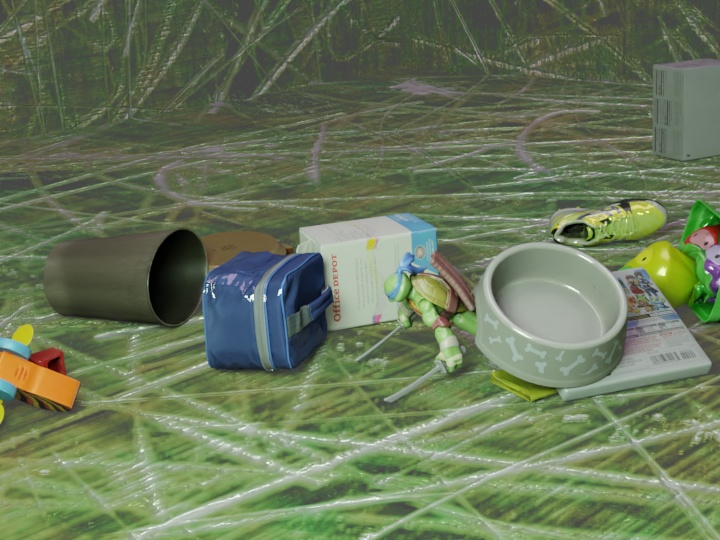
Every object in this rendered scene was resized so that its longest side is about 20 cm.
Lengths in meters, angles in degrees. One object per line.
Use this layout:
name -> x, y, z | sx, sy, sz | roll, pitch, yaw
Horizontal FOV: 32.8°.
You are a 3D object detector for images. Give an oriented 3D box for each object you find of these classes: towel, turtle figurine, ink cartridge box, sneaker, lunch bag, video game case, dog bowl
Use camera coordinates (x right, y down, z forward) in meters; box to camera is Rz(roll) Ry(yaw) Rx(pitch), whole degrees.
towel -> 0.264, 0.119, 1.512 | 0.199, 0.018, 0.086 | -13, 18, -29
turtle figurine -> 0.104, 0.085, 1.563 | 0.193, 0.201, 0.144 | 12, -12, -18
ink cartridge box -> 0.000, 0.000, 1.772 | 0.199, 0.129, 0.125 | -8, 16, -16
sneaker -> 0.413, -0.070, 2.047 | 0.199, 0.076, 0.076 | -9, 21, 19
lunch bag -> -0.110, 0.051, 1.612 | 0.132, 0.136, 0.200 | 2, 16, 16
video game case -> 0.303, 0.075, 1.516 | 0.199, 0.022, 0.183 | -9, 44, -16
dog bowl -> 0.228, 0.045, 1.470 | 0.199, 0.059, 0.201 | 6, 44, -6

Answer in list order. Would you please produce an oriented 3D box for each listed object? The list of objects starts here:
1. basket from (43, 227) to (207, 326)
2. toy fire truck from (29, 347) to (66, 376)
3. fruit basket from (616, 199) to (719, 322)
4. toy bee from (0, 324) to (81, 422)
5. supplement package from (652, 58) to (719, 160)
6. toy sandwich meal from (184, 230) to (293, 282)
basket -> -0.354, 0.010, 1.817 | 0.199, 0.137, 0.180 | -1, 22, 22
toy fire truck -> -0.489, 0.140, 1.542 | 0.141, 0.049, 0.200 | 13, 24, 40
fruit basket -> 0.463, -0.010, 1.715 | 0.215, 0.156, 0.216 | 14, 15, -4
toy bee -> -0.441, 0.113, 1.470 | 0.109, 0.200, 0.131 | -18, 29, 51
supplement package -> 0.738, -0.356, 2.694 | 0.155, 0.201, 0.111 | -10, 18, -21
toy sandwich meal -> -0.205, -0.006, 1.956 | 0.204, 0.071, 0.205 | -4, 21, 2
